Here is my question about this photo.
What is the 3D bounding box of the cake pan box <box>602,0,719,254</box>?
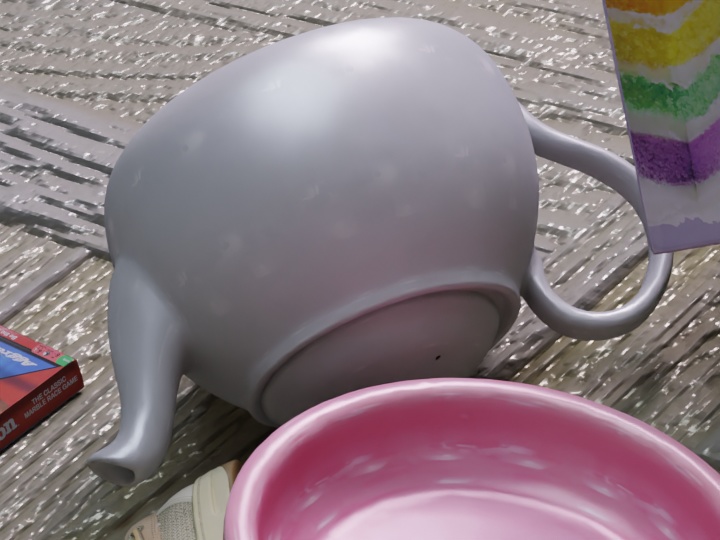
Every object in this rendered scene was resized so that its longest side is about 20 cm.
[{"bbox_3d":[0.191,-0.111,1.037,0.199,0.186,0.052,-8,7,28],"label":"cake pan box"}]

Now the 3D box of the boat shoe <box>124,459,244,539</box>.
[{"bbox_3d":[-0.057,0.150,0.985,0.065,0.072,0.201,-26,32,11],"label":"boat shoe"}]

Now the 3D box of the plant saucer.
[{"bbox_3d":[0.048,0.115,0.971,0.199,0.051,0.201,5,32,-3],"label":"plant saucer"}]

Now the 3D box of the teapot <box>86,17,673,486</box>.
[{"bbox_3d":[0.000,0.000,1.114,0.199,0.197,0.147,-35,66,26],"label":"teapot"}]

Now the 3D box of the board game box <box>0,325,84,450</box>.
[{"bbox_3d":[-0.229,0.046,1.244,0.199,0.020,0.103,20,47,41],"label":"board game box"}]
